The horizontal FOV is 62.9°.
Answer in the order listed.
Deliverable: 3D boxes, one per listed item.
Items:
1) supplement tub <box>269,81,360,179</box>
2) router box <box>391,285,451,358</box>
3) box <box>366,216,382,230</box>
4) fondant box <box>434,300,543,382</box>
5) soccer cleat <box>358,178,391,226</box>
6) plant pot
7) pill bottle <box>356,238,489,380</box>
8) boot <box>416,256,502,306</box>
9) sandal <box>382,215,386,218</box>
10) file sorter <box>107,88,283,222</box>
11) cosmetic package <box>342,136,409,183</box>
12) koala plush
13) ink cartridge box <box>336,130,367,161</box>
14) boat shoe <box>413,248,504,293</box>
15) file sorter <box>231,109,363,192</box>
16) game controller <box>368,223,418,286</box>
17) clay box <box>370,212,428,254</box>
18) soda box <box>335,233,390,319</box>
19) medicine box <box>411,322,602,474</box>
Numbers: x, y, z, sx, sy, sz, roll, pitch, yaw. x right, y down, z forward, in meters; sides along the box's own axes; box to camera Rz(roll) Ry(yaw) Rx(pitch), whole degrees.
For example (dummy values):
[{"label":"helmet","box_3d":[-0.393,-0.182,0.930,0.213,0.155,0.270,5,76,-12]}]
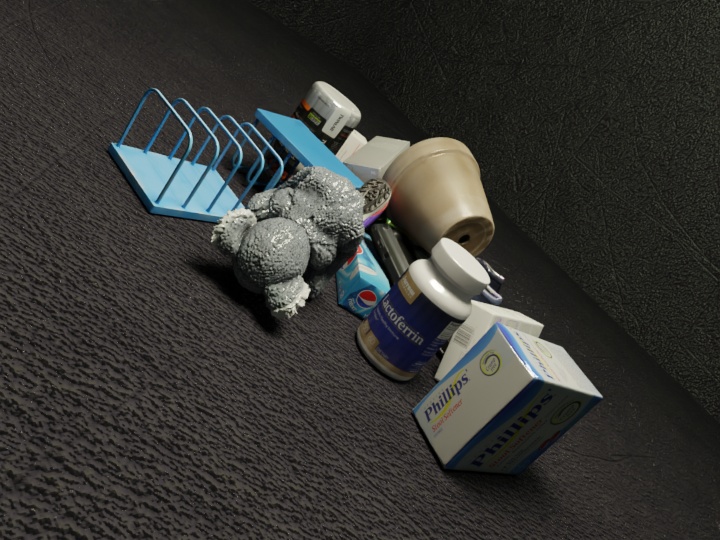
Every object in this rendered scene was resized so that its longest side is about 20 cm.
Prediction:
[{"label":"supplement tub","box_3d":[-0.099,-0.280,1.233,0.122,0.201,0.123,33,21,-15]},{"label":"router box","box_3d":[0.165,0.093,1.138,0.148,0.051,0.201,20,27,-43]},{"label":"box","box_3d":[-0.015,-0.148,1.300,0.199,0.069,0.082,15,32,-48]},{"label":"fondant box","box_3d":[0.225,0.139,1.013,0.058,0.146,0.199,29,9,41]},{"label":"soccer cleat","box_3d":[-0.024,-0.079,1.034,0.068,0.200,0.073,43,-17,16]},{"label":"plant pot","box_3d":[0.155,-0.111,1.077,0.199,0.200,0.174,20,32,-42]},{"label":"pill bottle","box_3d":[0.093,0.057,0.876,0.115,0.201,0.116,33,21,-14]},{"label":"boot","box_3d":[0.166,0.019,1.081,0.200,0.091,0.072,44,26,19]},{"label":"sandal","box_3d":[0.100,-0.125,1.303,0.199,0.048,0.076,32,26,-27]},{"label":"file sorter","box_3d":[-0.233,-0.163,0.873,0.139,0.123,0.199,50,22,24]},{"label":"cosmetic package","box_3d":[0.033,-0.196,1.207,0.089,0.108,0.200,15,29,19]},{"label":"koala plush","box_3d":[-0.102,-0.039,0.805,0.178,0.183,0.200,54,41,-4]},{"label":"ink cartridge box","box_3d":[-0.061,-0.312,1.489,0.199,0.117,0.068,32,21,-24]},{"label":"boat shoe","box_3d":[0.200,-0.003,1.201,0.199,0.093,0.075,38,15,6]},{"label":"file sorter","box_3d":[-0.118,-0.174,1.075,0.200,0.123,0.138,46,21,15]},{"label":"game controller","box_3d":[0.079,0.002,1.031,0.104,0.042,0.201,27,33,-49]},{"label":"clay box","box_3d":[0.114,-0.068,1.250,0.198,0.048,0.115,19,-22,-2]},{"label":"soda box","box_3d":[0.000,0.000,1.029,0.067,0.064,0.201,32,21,-20]},{"label":"medicine box","box_3d":[0.208,0.189,0.833,0.199,0.183,0.103,20,27,-42]}]
